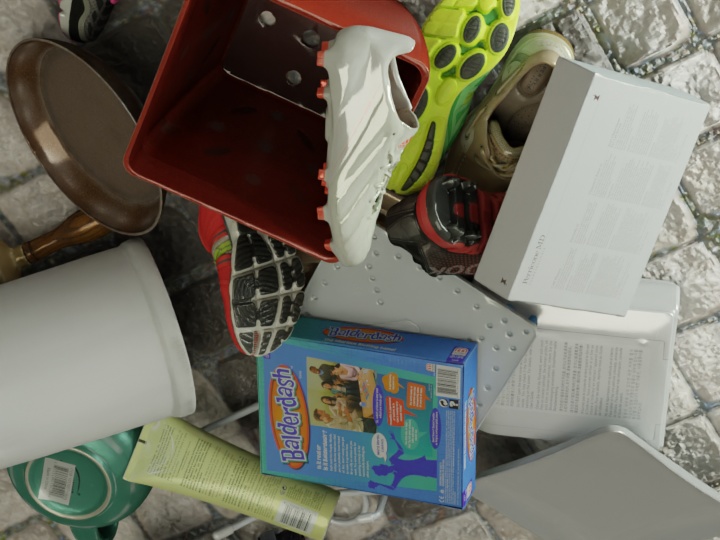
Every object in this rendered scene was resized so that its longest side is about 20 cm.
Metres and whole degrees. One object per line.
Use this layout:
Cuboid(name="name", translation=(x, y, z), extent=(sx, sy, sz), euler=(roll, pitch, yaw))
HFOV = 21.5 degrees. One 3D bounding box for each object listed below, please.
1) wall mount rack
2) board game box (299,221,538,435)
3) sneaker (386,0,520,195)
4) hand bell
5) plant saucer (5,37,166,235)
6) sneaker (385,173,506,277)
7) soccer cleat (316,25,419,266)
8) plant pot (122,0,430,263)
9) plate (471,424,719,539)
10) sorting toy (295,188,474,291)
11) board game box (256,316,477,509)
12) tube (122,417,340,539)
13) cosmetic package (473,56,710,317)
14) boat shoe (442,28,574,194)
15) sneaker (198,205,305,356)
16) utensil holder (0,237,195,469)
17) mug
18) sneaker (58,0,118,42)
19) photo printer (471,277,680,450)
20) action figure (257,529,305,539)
Cuboid(name="wall mount rack", translation=(-0.071, 0.187, 1.845), extent=(0.173, 0.075, 0.200), euler=(-7, 116, 19))
Cuboid(name="board game box", translation=(0.036, 0.068, 1.723), extent=(0.200, 0.026, 0.200), euler=(32, 122, 5))
Cuboid(name="sneaker", translation=(0.068, -0.162, 1.624), extent=(0.074, 0.084, 0.200), euler=(29, 102, -3))
Cuboid(name="hand bell", translation=(-0.303, -0.021, 1.780), extent=(0.200, 0.104, 0.104), euler=(-25, 113, 8))
Cuboid(name="plant saucer", translation=(-0.236, -0.123, 1.677), extent=(0.200, 0.032, 0.201), euler=(33, 144, 28))
Cuboid(name="sneaker", translation=(0.100, -0.029, 1.640), extent=(0.098, 0.071, 0.200), euler=(-18, 157, 41))
Cuboid(name="soccer cleat", translation=(0.007, -0.092, 1.475), extent=(0.077, 0.069, 0.201), euler=(3, 117, 6))
Cuboid(name="plant pot", translation=(-0.057, -0.163, 1.586), extent=(0.199, 0.176, 0.200), euler=(24, 121, -4))
Cuboid(name="plate", translation=(0.231, 0.209, 1.780), extent=(0.199, 0.032, 0.200), euler=(33, 140, -30))
Cuboid(name="sorting toy", translation=(0.000, 0.000, 1.753), extent=(0.200, 0.037, 0.185), euler=(25, 121, -9))
Cuboid(name="board game box", translation=(0.005, 0.127, 1.721), extent=(0.199, 0.045, 0.153), euler=(8, 117, 17))
Cuboid(name="tube", translation=(-0.119, 0.196, 1.795), extent=(0.200, 0.058, 0.052), euler=(21, 136, 0))
Cuboid(name="cosmetic package", translation=(0.194, -0.067, 1.588), extent=(0.151, 0.052, 0.200), euler=(8, 107, -44))
Cuboid(name="boat shoe", translation=(0.123, -0.113, 1.644), extent=(0.072, 0.065, 0.200), euler=(26, 121, -5))
Cuboid(name="sneaker", translation=(-0.106, -0.019, 1.702), extent=(0.085, 0.077, 0.201), euler=(-20, 75, 55))
Cuboid(name="utensil holder", translation=(-0.270, 0.079, 1.722), extent=(0.199, 0.170, 0.170), euler=(-17, 119, -14))
Cuboid(name="mug", translation=(-0.261, 0.187, 1.856), extent=(0.152, 0.114, 0.185), euler=(-27, 111, 23))
Cuboid(name="sneaker", translation=(-0.186, -0.266, 1.610), extent=(0.087, 0.074, 0.200), euler=(33, 115, -1))
Cuboid(name="photo printer", translation=(0.186, 0.080, 1.739), extent=(0.199, 0.069, 0.167), euler=(5, 120, 8))
Cuboid(name="action figure", translation=(-0.155, 0.299, 1.905), extent=(0.199, 0.130, 0.070), euler=(-7, 82, 11))
